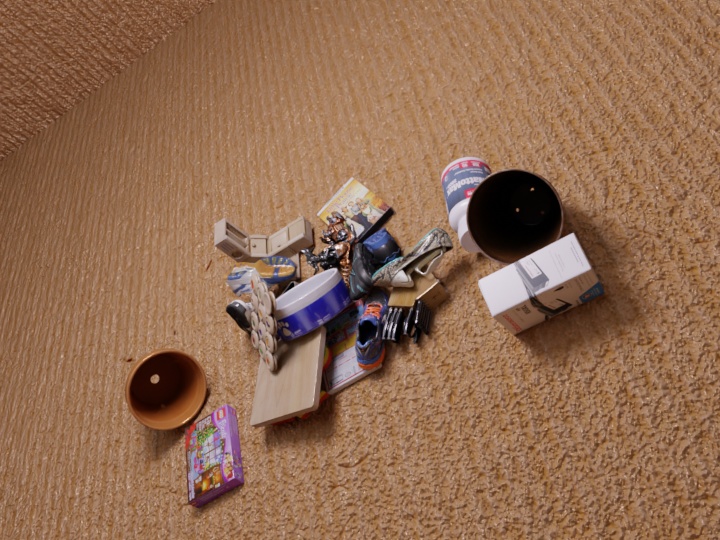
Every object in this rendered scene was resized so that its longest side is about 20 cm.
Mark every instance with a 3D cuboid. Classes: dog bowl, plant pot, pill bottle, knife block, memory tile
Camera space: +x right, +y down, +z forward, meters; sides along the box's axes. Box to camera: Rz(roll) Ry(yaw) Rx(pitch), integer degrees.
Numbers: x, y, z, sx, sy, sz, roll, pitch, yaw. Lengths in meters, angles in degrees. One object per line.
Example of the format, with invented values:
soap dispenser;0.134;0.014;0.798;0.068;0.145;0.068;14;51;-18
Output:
dog bowl;-0.121;0.079;1.598;0.199;0.079;0.200;-29;10;6
plant pot;0.330;-0.122;1.386;0.186;0.188;0.200;-18;6;26
plant pot;-0.510;0.290;1.738;0.201;0.200;0.140;-58;29;-13
pill bottle;0.252;-0.146;1.526;0.119;0.120;0.201;-23;48;21
knife block;0.100;0.066;1.521;0.175;0.064;0.200;-38;44;6
memory tile;-0.224;0.119;1.561;0.017;0.202;0.153;-10;29;-25

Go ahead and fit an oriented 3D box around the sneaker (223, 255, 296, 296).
sneaker;-0.251;0.020;1.766;0.198;0.089;0.076;-5;39;19

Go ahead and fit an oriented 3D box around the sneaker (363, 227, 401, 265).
sneaker;0.056;-0.050;1.616;0.070;0.078;0.200;-34;8;5

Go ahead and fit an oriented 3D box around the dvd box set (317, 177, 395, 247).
dvd box set;-0.015;-0.151;1.795;0.146;0.029;0.200;-46;44;0

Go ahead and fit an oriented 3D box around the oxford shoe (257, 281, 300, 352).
oxford shoe;-0.210;0.113;1.712;0.070;0.075;0.201;25;76;43

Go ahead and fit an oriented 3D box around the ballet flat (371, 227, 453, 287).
ballet flat;0.117;-0.011;1.481;0.199;0.068;0.076;-36;59;6

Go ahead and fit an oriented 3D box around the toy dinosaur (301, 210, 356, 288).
toy dinosaur;-0.064;-0.048;1.697;0.135;0.102;0.201;-26;44;23

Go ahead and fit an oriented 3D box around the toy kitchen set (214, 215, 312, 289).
toy kitchen set;-0.253;-0.063;1.799;0.199;0.180;0.164;-29;47;22

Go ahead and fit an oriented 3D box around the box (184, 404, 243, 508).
box;-0.348;0.435;1.604;0.136;0.039;0.201;-31;45;13

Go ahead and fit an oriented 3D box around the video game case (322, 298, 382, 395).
video game case;-0.033;0.173;1.577;0.142;0.017;0.201;-31;45;15

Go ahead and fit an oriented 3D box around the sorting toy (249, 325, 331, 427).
sorting toy;-0.147;0.251;1.551;0.198;0.069;0.201;-24;46;34

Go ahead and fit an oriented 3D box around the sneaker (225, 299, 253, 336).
sneaker;-0.267;0.087;1.703;0.075;0.201;0.116;34;74;12

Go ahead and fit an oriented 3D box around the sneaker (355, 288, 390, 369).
sneaker;0.030;0.118;1.511;0.075;0.079;0.201;-3;49;14

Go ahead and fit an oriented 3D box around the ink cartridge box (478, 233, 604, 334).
ink cartridge box;0.345;0.032;1.298;0.199;0.144;0.085;-28;59;18

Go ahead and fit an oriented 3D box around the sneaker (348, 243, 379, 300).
sneaker;0.000;0.000;1.617;0.079;0.075;0.200;-54;13;21
